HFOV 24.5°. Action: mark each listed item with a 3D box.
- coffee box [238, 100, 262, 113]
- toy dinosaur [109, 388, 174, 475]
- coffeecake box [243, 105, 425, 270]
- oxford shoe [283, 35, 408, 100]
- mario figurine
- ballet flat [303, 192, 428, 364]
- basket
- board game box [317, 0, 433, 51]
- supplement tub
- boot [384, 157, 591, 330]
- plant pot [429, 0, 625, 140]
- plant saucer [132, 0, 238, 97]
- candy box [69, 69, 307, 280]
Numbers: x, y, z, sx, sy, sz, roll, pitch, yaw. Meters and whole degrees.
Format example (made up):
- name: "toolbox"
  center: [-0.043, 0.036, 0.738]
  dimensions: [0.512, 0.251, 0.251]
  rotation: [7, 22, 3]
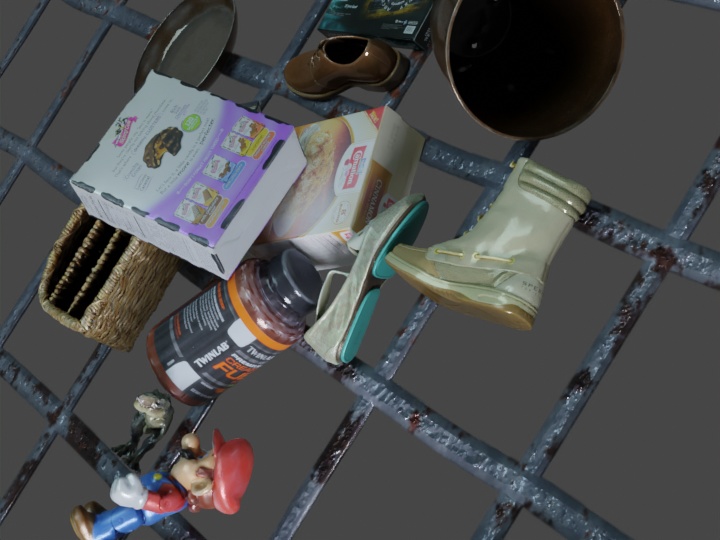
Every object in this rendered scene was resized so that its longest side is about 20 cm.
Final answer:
- name: "coffee box"
  center: [-0.181, -0.148, 1.964]
  dimensions: [0.121, 0.044, 0.200]
  rotation: [-9, 20, 8]
- name: "toy dinosaur"
  center: [-0.234, 0.175, 1.823]
  dimensions: [0.088, 0.047, 0.200]
  rotation: [-54, -1, -8]
- name: "coffeecake box"
  center: [-0.039, -0.085, 1.840]
  dimensions: [0.199, 0.073, 0.155]
  rotation: [-8, 56, 44]
- name: "oxford shoe"
  center: [-0.032, -0.250, 1.960]
  dimensions: [0.199, 0.071, 0.072]
  rotation: [-2, 63, 49]
- name: "mario figurine"
  center: [-0.208, 0.218, 1.744]
  dimensions: [0.198, 0.107, 0.124]
  rotation: [-23, 31, 1]
- name: "ballet flat"
  center: [0.000, 0.000, 1.712]
  dimensions: [0.062, 0.067, 0.202]
  rotation: [30, 97, 22]
- name: "basket"
  center: [-0.308, -0.026, 1.996]
  dimensions: [0.142, 0.149, 0.201]
  rotation: [30, 87, 19]
- name: "board game box"
  center: [0.042, -0.331, 1.971]
  dimensions: [0.199, 0.028, 0.136]
  rotation: [18, 77, 53]
- name: "supplement tub"
  center: [-0.133, 0.058, 1.810]
  dimensions: [0.199, 0.107, 0.108]
  rotation: [-35, 41, 25]
- name: "boot"
  center: [0.124, -0.037, 1.622]
  dimensions: [0.199, 0.073, 0.157]
  rotation: [18, 77, 50]
- name: "plant pot"
  center: [0.146, -0.246, 1.692]
  dimensions: [0.188, 0.186, 0.200]
  rotation: [-52, 22, 5]
- name: "plant saucer"
  center: [-0.231, -0.293, 2.246]
  dimensions: [0.199, 0.032, 0.202]
  rotation: [-27, 46, 32]
- name: "candy box"
  center: [-0.187, -0.108, 1.808]
  dimensions: [0.198, 0.072, 0.169]
  rotation: [24, 67, 24]
